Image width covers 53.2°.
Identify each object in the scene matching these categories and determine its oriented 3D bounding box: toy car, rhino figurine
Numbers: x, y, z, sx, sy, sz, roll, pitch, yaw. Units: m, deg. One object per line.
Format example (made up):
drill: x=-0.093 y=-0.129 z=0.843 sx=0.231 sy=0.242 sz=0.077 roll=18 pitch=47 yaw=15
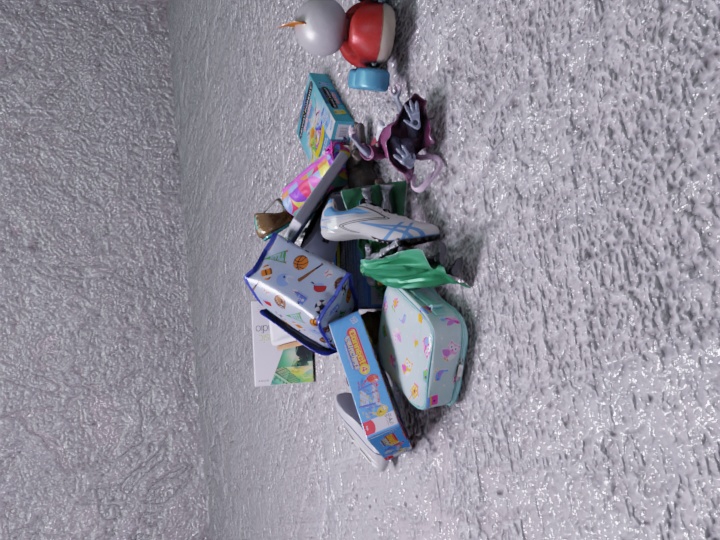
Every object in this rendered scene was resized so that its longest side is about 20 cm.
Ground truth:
toy car: x=-0.045 y=-0.418 z=1.246 sx=0.177 sy=0.195 sz=0.189 roll=-122 pitch=38 yaw=-73
rhino figurine: x=0.001 y=-0.197 z=1.358 sx=0.088 sy=0.058 sz=0.204 roll=113 pitch=151 yaw=-61

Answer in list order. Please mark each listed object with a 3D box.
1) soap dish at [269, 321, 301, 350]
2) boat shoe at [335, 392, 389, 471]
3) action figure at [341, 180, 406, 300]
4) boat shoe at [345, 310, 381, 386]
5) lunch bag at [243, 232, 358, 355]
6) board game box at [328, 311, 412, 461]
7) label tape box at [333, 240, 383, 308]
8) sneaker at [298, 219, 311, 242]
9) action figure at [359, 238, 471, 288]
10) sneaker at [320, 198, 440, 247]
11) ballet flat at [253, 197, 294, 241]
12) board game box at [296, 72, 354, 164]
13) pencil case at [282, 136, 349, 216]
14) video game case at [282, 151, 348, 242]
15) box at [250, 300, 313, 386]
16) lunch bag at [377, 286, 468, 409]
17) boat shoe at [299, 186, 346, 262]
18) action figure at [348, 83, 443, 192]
soap dish: x=-0.131 y=0.088 z=1.617 sx=0.198 sy=0.080 sz=0.161 roll=-19 pitch=74 yaw=51
boat shoe: x=0.004 y=0.307 z=1.379 sx=0.199 sy=0.071 sz=0.067 roll=37 pitch=121 yaw=51
action figure: x=0.038 y=-0.043 z=1.232 sx=0.055 sy=0.115 sz=0.205 roll=-135 pitch=36 yaw=-76
boat shoe: x=-0.007 y=0.153 z=1.389 sx=0.073 sy=0.067 sz=0.203 roll=-117 pitch=34 yaw=-44
lunch bag: x=-0.095 y=0.056 z=1.261 sx=0.168 sy=0.125 sz=0.201 roll=30 pitch=162 yaw=19
board game box: x=0.020 y=0.198 z=1.209 sx=0.196 sy=0.055 sz=0.203 roll=67 pitch=-178 yaw=-65
label tape box: x=0.000 y=0.000 z=1.368 sx=0.199 sy=0.062 sz=0.148 roll=170 pitch=99 yaw=-68
sneaker: x=-0.077 y=-0.083 z=1.526 sx=0.200 sy=0.079 sz=0.072 roll=155 pitch=113 yaw=-63
action figure: x=0.065 y=-0.008 z=1.108 sx=0.198 sy=0.118 sz=0.056 roll=-3 pitch=57 yaw=49
sneaker: x=0.032 y=-0.077 z=1.153 sx=0.072 sy=0.195 sz=0.074 roll=17 pitch=-100 yaw=-79
ballet flat: x=-0.156 y=-0.126 z=1.559 sx=0.067 sy=0.198 sz=0.073 roll=-30 pitch=88 yaw=48
board game box: x=-0.081 y=-0.309 z=1.558 sx=0.202 sy=0.046 sz=0.153 roll=-116 pitch=33 yaw=-43
pencil case: x=-0.084 y=-0.187 z=1.469 sx=0.199 sy=0.087 sz=0.090 roll=-37 pitch=57 yaw=42
video game case: x=-0.102 y=-0.105 z=1.343 sx=0.202 sy=0.022 sz=0.182 roll=-60 pitch=5 yaw=-38
box: x=-0.187 y=0.170 z=1.714 sx=0.036 sy=0.141 sz=0.205 roll=168 pitch=99 yaw=-80
lunch bag: x=0.097 y=0.110 z=1.133 sx=0.200 sy=0.075 sz=0.164 roll=-136 pitch=50 yaw=-59
boat shoe: x=-0.078 y=-0.067 z=1.383 sx=0.068 sy=0.072 sz=0.203 roll=-111 pitch=39 yaw=-64
action figure: x=0.069 y=-0.221 z=1.197 sx=0.149 sy=0.134 sz=0.200 roll=47 pitch=174 yaw=-10
